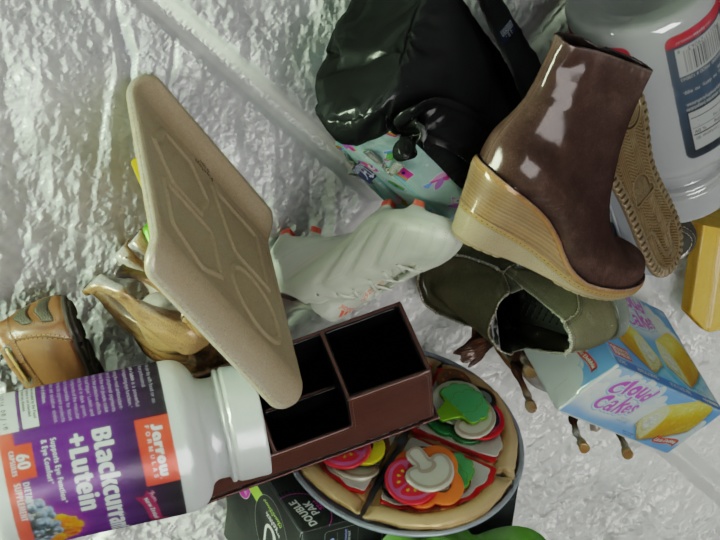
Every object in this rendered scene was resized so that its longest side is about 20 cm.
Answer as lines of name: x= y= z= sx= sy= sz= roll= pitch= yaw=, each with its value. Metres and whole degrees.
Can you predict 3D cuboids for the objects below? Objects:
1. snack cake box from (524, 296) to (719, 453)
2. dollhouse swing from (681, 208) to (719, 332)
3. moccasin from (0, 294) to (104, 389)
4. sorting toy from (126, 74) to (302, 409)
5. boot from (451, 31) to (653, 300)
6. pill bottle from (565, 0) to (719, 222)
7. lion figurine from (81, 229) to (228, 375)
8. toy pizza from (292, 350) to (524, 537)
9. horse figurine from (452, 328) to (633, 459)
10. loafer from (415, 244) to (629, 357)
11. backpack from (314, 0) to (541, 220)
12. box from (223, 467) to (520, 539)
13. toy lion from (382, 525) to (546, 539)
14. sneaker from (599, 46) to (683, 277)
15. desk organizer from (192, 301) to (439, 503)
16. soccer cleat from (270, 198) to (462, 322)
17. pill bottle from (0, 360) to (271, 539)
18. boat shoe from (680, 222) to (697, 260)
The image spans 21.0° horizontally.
snack cake box: x=0.212 y=0.074 z=1.633 sx=0.067 sy=0.115 sz=0.200 roll=-39 pitch=147 yaw=21
dollhouse swing: x=0.394 y=-0.029 z=1.686 sx=0.199 sy=0.181 sz=0.177 roll=-8 pitch=101 yaw=-26
moccasin: x=-0.221 y=0.113 z=1.471 sx=0.077 sy=0.074 sz=0.202 roll=-20 pitch=130 yaw=0
sorting toy: x=-0.110 y=-0.019 z=1.386 sx=0.036 sy=0.201 sz=0.185 roll=-27 pitch=132 yaw=16
boot: x=0.171 y=-0.071 z=1.404 sx=0.199 sy=0.072 sz=0.167 roll=17 pitch=110 yaw=-40
pill bottle: x=0.239 y=-0.142 z=1.550 sx=0.119 sy=0.120 sz=0.201 roll=-28 pitch=128 yaw=-12
lion figurine: x=-0.138 y=0.034 z=1.417 sx=0.122 sy=0.200 sz=0.073 roll=43 pitch=88 yaw=-6
toy pizza: x=0.034 y=0.127 z=1.543 sx=0.199 sy=0.201 sz=0.032 roll=-12 pitch=138 yaw=-24
horse figurine: x=0.159 y=0.091 z=1.657 sx=0.200 sy=0.133 sz=0.050 roll=37 pitch=108 yaw=-26
loafer: x=0.114 y=0.022 z=1.530 sx=0.070 sy=0.199 sz=0.076 roll=-32 pitch=120 yaw=-39
backpack: x=0.057 y=-0.117 z=1.443 sx=0.200 sy=0.126 sz=0.168 roll=44 pitch=61 yaw=-42
box: x=0.006 y=0.192 z=1.596 sx=0.199 sy=0.149 sz=0.125 roll=-12 pitch=127 yaw=-23
toy lion: x=0.071 y=0.268 z=1.552 sx=0.199 sy=0.069 sz=0.192 roll=-28 pitch=130 yaw=-9
sneaker: x=0.174 y=-0.084 z=1.512 sx=0.070 sy=0.108 sz=0.201 roll=-43 pitch=125 yaw=-32
desk organizer: x=-0.046 y=0.100 z=1.478 sx=0.199 sy=0.072 sz=0.077 roll=-20 pitch=150 yaw=-7
soccer cleat: x=0.000 y=0.000 z=1.459 sx=0.069 sy=0.199 sz=0.078 roll=31 pitch=61 yaw=-35
pill bottle: x=-0.168 y=0.126 z=1.389 sx=0.199 sy=0.112 sz=0.112 roll=-12 pitch=124 yaw=-7
boat shoe: x=0.200 y=-0.019 z=1.627 sx=0.199 sy=0.057 sz=0.067 roll=4 pitch=122 yaw=-22
